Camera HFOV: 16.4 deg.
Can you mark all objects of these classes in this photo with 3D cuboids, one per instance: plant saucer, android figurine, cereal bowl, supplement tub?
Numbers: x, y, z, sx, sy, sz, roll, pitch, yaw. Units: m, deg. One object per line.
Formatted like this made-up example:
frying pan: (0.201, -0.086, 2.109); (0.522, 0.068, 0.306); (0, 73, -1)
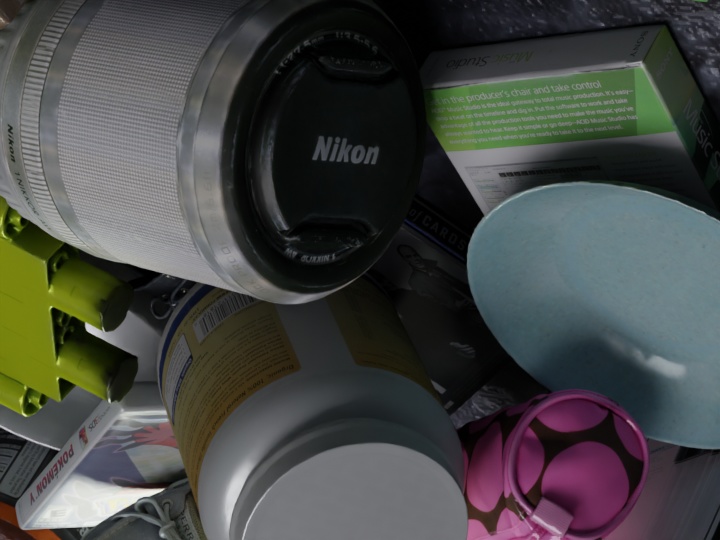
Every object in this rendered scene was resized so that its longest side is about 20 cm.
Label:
plant saucer: (0.153, 0.014, 1.287); (0.201, 0.039, 0.201); (19, 144, 14)
android figurine: (-0.218, 0.003, 1.421); (0.200, 0.041, 0.182); (25, 142, 18)
cereal bowl: (-0.179, 0.027, 1.551); (0.200, 0.083, 0.200); (14, 145, 10)
supplement tub: (-0.026, 0.091, 1.359); (0.144, 0.200, 0.144); (-7, 121, -11)
supplement tub: (-0.213, 0.157, 1.644); (0.107, 0.200, 0.107); (19, 145, 14)

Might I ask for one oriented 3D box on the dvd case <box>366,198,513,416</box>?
dvd case: (0.000, 0.000, 1.450); (0.200, 0.025, 0.150); (35, 145, -6)

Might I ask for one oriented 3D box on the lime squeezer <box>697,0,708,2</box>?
lime squeezer: (0.071, -0.175, 1.184); (0.200, 0.038, 0.071); (39, 113, -11)

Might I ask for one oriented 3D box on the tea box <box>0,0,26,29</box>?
tea box: (-0.269, -0.210, 1.283); (0.200, 0.134, 0.197); (46, 141, -22)

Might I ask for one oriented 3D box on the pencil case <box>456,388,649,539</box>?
pencil case: (0.078, 0.128, 1.385); (0.091, 0.094, 0.200); (45, 152, -5)

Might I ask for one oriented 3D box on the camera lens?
camera lens: (-0.079, -0.075, 1.276); (0.200, 0.160, 0.160); (14, 144, 41)

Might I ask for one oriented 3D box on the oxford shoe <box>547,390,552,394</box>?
oxford shoe: (0.166, 0.155, 1.474); (0.200, 0.071, 0.071); (45, 140, -15)

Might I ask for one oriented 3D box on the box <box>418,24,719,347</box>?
box: (0.131, -0.038, 1.302); (0.144, 0.036, 0.200); (-3, 135, 37)

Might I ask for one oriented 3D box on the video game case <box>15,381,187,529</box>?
video game case: (-0.091, 0.115, 1.549); (0.200, 0.023, 0.182); (1, 152, -29)

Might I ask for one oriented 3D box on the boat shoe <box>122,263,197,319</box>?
boat shoe: (-0.104, -0.005, 1.445); (0.200, 0.062, 0.075); (42, 142, -20)

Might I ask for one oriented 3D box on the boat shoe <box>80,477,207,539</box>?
boat shoe: (-0.078, 0.152, 1.525); (0.202, 0.074, 0.065); (-13, 156, -12)

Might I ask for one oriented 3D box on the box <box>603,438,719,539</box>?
box: (0.183, 0.151, 1.357); (0.060, 0.200, 0.117); (42, 145, -15)
